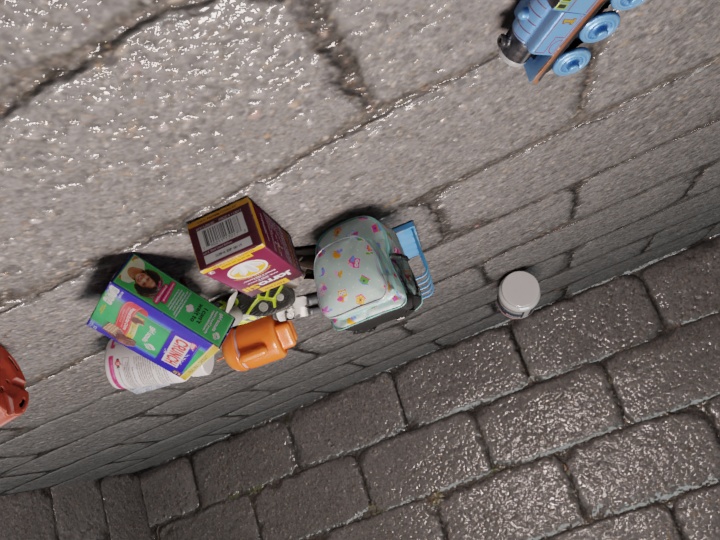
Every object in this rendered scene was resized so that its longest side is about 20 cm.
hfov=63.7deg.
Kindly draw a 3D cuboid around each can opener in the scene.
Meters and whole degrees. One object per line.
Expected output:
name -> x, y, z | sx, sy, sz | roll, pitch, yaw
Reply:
can opener -> -0.124, 0.081, 1.444 | 0.199, 0.053, 0.066 | -11, -166, -23

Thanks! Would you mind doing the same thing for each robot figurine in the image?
robot figurine -> -0.262, 0.183, 1.461 | 0.199, 0.144, 0.117 | -19, 142, 2

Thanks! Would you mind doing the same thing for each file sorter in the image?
file sorter -> 0.083, 0.000, 1.292 | 0.138, 0.123, 0.200 | -21, 163, 5

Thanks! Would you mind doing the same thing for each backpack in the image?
backpack -> 0.000, 0.000, 1.084 | 0.175, 0.201, 0.153 | -24, 157, 25

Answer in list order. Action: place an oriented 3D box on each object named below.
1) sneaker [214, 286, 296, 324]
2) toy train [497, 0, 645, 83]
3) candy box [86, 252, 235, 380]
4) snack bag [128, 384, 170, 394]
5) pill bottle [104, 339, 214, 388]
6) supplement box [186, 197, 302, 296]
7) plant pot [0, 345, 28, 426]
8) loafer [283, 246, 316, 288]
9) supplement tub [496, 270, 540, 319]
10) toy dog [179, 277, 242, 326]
sneaker -> -0.234, 0.072, 1.263 | 0.199, 0.076, 0.076 | -14, 174, 8
toy train -> 0.234, -0.300, 0.654 | 0.114, 0.087, 0.200 | -3, 159, -20
candy box -> -0.338, 0.086, 0.981 | 0.200, 0.077, 0.169 | 34, 137, -16
snack bag -> -0.558, 0.298, 1.627 | 0.199, 0.021, 0.189 | -17, 161, -12
pill bottle -> -0.422, 0.185, 1.227 | 0.199, 0.114, 0.113 | -7, 162, 3
supplement box -> -0.185, -0.031, 0.966 | 0.110, 0.086, 0.200 | -23, 162, 7
plant pot -> -0.715, 0.229, 1.010 | 0.195, 0.201, 0.201 | -27, 163, -8
loafer -> -0.139, 0.000, 1.129 | 0.199, 0.072, 0.073 | -10, 160, -29
supplement tub -> 0.550, 0.086, 2.018 | 0.140, 0.141, 0.200 | -22, 162, 4
toy dog -> -0.307, 0.066, 1.131 | 0.131, 0.097, 0.200 | -5, 175, 0
